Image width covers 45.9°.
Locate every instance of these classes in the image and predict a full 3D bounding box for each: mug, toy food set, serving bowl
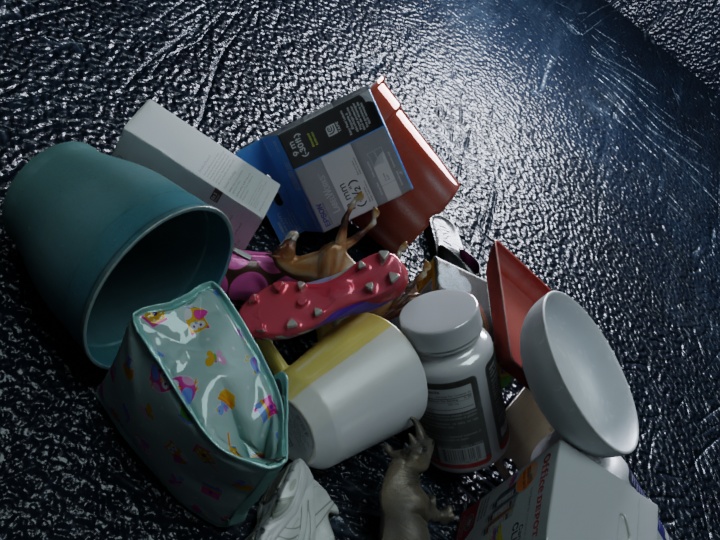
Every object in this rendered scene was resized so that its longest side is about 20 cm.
[{"bbox_3d":[-0.039,0.140,0.980,0.185,0.151,0.152,27,39,34],"label":"mug"},{"bbox_3d":[0.245,0.233,1.180,0.144,0.060,0.199,55,41,0],"label":"toy food set"},{"bbox_3d":[0.244,0.128,0.994,0.199,0.065,0.202,37,36,-34],"label":"serving bowl"}]

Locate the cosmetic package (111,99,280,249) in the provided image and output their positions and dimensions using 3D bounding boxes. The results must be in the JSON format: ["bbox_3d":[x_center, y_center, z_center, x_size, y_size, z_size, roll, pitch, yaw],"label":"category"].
[{"bbox_3d":[-0.215,-0.106,1.069,0.198,0.113,0.082,30,39,-10],"label":"cosmetic package"}]

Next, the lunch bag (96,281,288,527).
[{"bbox_3d":[-0.153,0.142,0.838,0.121,0.171,0.201,-26,72,-41],"label":"lunch bag"}]

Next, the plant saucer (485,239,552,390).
[{"bbox_3d":[0.229,0.089,1.108,0.199,0.036,0.202,38,35,-32],"label":"plant saucer"}]

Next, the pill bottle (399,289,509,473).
[{"bbox_3d":[0.112,0.132,1.030,0.114,0.112,0.203,-53,136,-51],"label":"pill bottle"}]

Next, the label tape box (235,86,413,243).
[{"bbox_3d":[-0.049,-0.133,1.126,0.145,0.198,0.066,64,1,-17],"label":"label tape box"}]

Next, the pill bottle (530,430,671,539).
[{"bbox_3d":[0.300,0.298,1.062,0.202,0.115,0.116,58,38,-10],"label":"pill bottle"}]

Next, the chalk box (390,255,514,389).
[{"bbox_3d":[0.151,0.095,1.170,0.198,0.124,0.126,25,41,-20],"label":"chalk box"}]

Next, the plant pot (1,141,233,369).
[{"bbox_3d":[-0.269,-0.032,0.905,0.187,0.202,0.199,37,36,21],"label":"plant pot"}]

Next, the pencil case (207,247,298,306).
[{"bbox_3d":[-0.104,0.007,1.048,0.197,0.094,0.091,6,40,-26],"label":"pencil case"}]

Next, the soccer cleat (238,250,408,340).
[{"bbox_3d":[-0.039,0.037,0.956,0.197,0.077,0.067,-21,64,-1],"label":"soccer cleat"}]

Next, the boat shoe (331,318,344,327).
[{"bbox_3d":[-0.001,0.086,1.122,0.201,0.072,0.063,61,0,31],"label":"boat shoe"}]

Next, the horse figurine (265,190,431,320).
[{"bbox_3d":[0.000,0.000,1.021,0.200,0.133,0.050,44,-2,-29],"label":"horse figurine"}]

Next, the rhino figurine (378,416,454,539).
[{"bbox_3d":[0.056,0.264,0.938,0.086,0.059,0.203,12,74,-33],"label":"rhino figurine"}]

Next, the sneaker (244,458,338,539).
[{"bbox_3d":[-0.070,0.285,0.851,0.099,0.078,0.201,39,40,-7],"label":"sneaker"}]

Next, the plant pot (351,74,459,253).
[{"bbox_3d":[0.030,-0.143,1.253,0.195,0.200,0.201,45,38,-7],"label":"plant pot"}]

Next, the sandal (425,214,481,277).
[{"bbox_3d":[0.150,-0.015,1.329,0.074,0.048,0.203,9,48,-33],"label":"sandal"}]

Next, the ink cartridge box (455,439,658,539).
[{"bbox_3d":[0.210,0.319,0.945,0.144,0.200,0.146,35,39,-7],"label":"ink cartridge box"}]
